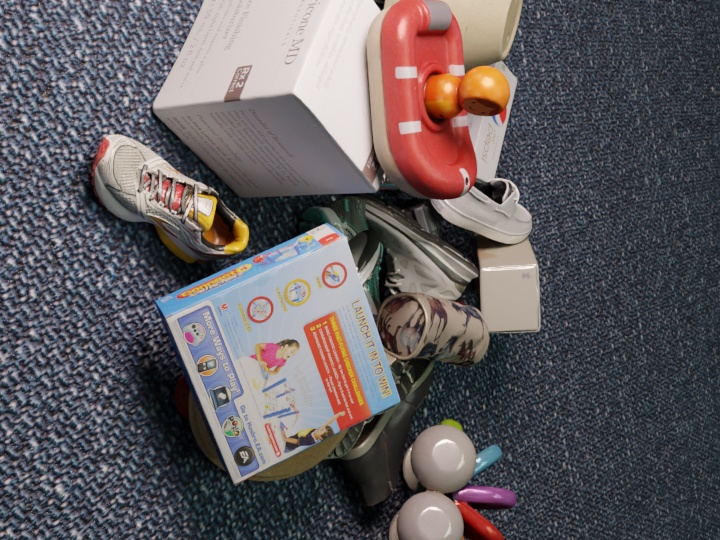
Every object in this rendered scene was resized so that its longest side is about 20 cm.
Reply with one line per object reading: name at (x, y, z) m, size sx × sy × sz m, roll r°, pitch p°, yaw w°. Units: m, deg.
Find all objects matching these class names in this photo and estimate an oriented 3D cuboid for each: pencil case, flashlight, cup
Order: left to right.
pencil case at (0.089, 0.077, 1.417) m, size 0.090 × 0.078 × 0.199 m, roll -51°, pitch 153°, yaw 14°
flashlight at (0.101, 0.002, 1.555) m, size 0.068 × 0.067 × 0.202 m, roll -31°, pitch 110°, yaw -43°
cup at (0.124, -0.331, 1.454) m, size 0.200 × 0.142 × 0.202 m, roll 16°, pitch 90°, yaw -76°

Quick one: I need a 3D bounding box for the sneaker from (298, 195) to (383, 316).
sneaker at (0.000, 0.000, 1.401) m, size 0.091 × 0.077 × 0.202 m, roll -37°, pitch 121°, yaw -39°

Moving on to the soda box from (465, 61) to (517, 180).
soda box at (0.159, -0.196, 1.623) m, size 0.064 × 0.068 × 0.202 m, roll 36°, pitch 62°, yaw -46°

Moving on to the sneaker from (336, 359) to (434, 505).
sneaker at (0.036, 0.196, 1.469) m, size 0.200 × 0.074 × 0.107 m, roll -47°, pitch 133°, yaw -35°

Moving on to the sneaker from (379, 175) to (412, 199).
sneaker at (0.054, -0.120, 1.471) m, size 0.199 × 0.096 × 0.080 m, roll -13°, pitch 58°, yaw -36°

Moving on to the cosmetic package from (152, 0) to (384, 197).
cosmetic package at (-0.073, -0.189, 1.210) m, size 0.165 × 0.198 × 0.166 m, roll 45°, pitch 55°, yaw -43°

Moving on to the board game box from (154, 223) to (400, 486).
board game box at (-0.080, 0.084, 1.172) m, size 0.194 × 0.056 × 0.202 m, roll -24°, pitch 114°, yaw -14°

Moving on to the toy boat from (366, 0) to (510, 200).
toy boat at (0.089, -0.172, 1.153) m, size 0.130 × 0.130 × 0.202 m, roll -18°, pitch 105°, yaw -54°

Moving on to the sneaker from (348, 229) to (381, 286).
sneaker at (-0.061, 0.009, 1.285) m, size 0.199 × 0.074 × 0.080 m, roll -34°, pitch 109°, yaw -16°

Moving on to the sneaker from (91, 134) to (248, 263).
sneaker at (-0.186, -0.074, 1.157) m, size 0.200 × 0.082 × 0.079 m, roll 37°, pitch 62°, yaw -46°

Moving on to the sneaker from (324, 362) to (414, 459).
sneaker at (-0.016, 0.154, 1.377) m, size 0.200 × 0.085 × 0.077 m, roll -37°, pitch 98°, yaw -39°

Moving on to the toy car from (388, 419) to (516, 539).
toy car at (0.122, 0.295, 1.466) m, size 0.175 × 0.148 × 0.202 m, roll 101°, pitch 2°, yaw -73°

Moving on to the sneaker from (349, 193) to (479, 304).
sneaker at (0.044, -0.008, 1.466) m, size 0.200 × 0.076 × 0.116 m, roll 34°, pitch 100°, yaw -18°

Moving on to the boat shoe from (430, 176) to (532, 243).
boat shoe at (0.174, -0.091, 1.535) m, size 0.199 × 0.069 × 0.072 m, roll 17°, pitch 35°, yaw -42°

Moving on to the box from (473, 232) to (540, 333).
box at (0.198, 0.011, 1.582) m, size 0.200 × 0.077 × 0.096 m, roll -78°, pitch 165°, yaw -75°

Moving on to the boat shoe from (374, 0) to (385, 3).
boat shoe at (0.024, -0.375, 1.440) m, size 0.202 × 0.074 × 0.076 m, roll -16°, pitch 102°, yaw -52°

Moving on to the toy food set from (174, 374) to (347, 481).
toy food set at (-0.095, 0.132, 1.239) m, size 0.196 × 0.049 × 0.202 m, roll -23°, pitch 114°, yaw -14°
